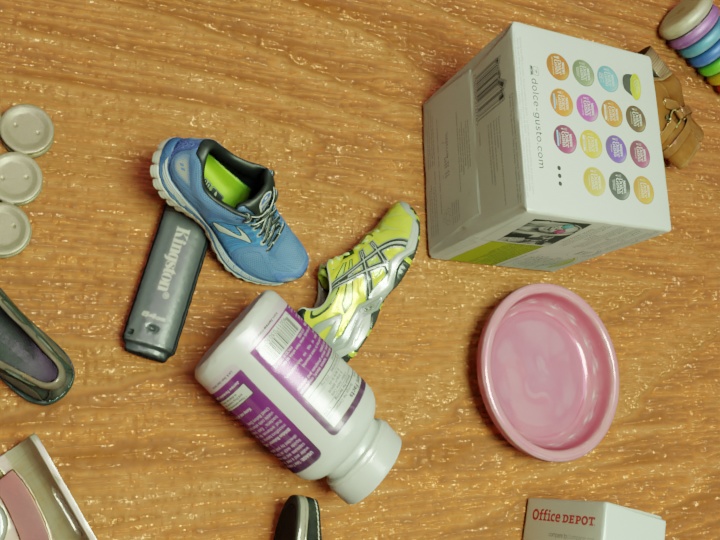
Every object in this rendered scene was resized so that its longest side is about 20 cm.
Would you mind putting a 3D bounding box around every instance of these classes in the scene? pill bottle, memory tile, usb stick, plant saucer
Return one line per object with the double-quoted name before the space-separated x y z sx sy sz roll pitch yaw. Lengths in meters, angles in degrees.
"pill bottle" -0.055 0.126 0.714 0.200 0.112 0.113 46 64 -8
"memory tile" -0.392 -0.100 0.670 0.195 0.017 0.158 11 73 -21
"usb stick" -0.183 -0.013 0.733 0.054 0.032 0.205 20 70 -19
"plant saucer" 0.215 0.120 0.872 0.195 0.051 0.207 6 75 -24

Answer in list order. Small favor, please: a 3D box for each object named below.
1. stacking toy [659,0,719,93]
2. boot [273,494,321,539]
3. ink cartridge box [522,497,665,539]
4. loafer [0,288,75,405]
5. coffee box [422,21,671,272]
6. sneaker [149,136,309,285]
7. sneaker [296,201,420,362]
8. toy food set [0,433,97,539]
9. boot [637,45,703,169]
"stacking toy" 0.543 -0.317 1.120 0.200 0.085 0.086 45 64 -16
"boot" -0.009 0.318 0.708 0.146 0.073 0.207 3 80 -22
"ink cartridge box" 0.230 0.349 0.769 0.081 0.145 0.205 19 70 -16
"loafer" -0.331 0.039 0.636 0.199 0.063 0.073 39 65 -11
"coffee box" 0.202 -0.125 0.842 0.192 0.199 0.206 5 75 -23
"sneaker" -0.112 -0.053 0.721 0.200 0.087 0.080 45 57 -39
"sneaker" 0.000 0.000 0.790 0.076 0.075 0.203 35 64 -12
"toy food set" -0.317 0.252 0.592 0.198 0.060 0.146 -33 92 -28
"boot" 0.397 -0.200 1.029 0.156 0.076 0.200 51 56 -10
